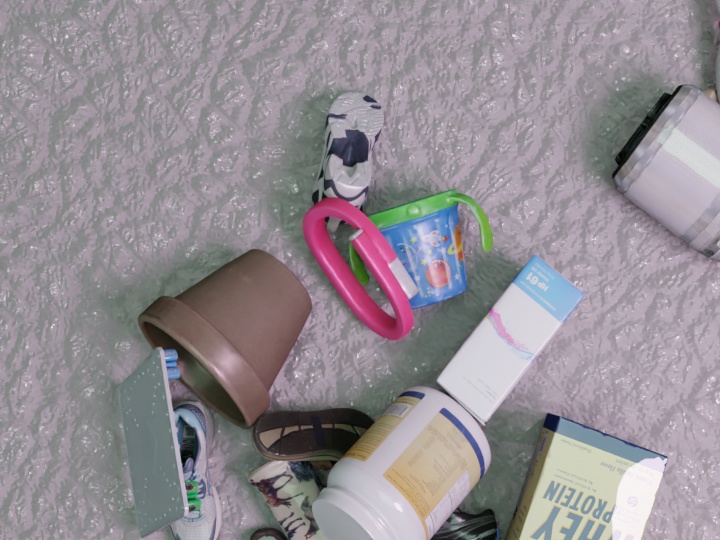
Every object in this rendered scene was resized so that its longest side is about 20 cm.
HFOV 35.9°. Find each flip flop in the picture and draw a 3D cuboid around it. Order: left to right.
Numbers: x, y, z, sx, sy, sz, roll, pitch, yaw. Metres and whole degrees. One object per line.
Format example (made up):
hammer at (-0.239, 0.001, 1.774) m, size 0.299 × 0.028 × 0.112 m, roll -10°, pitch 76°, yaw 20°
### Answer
flip flop at (-0.051, 0.223, 1.419) m, size 0.197 × 0.058 × 0.082 m, roll 6°, pitch 53°, yaw -28°

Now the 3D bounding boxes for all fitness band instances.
fitness band at (0.000, 0.000, 1.398) m, size 0.037 × 0.143 × 0.202 m, roll -39°, pitch 102°, yaw -26°

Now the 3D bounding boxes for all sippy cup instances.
sippy cup at (0.077, -0.024, 1.434) m, size 0.138 × 0.177 × 0.133 m, roll -18°, pitch 94°, yaw -26°

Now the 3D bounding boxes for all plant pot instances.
plant pot at (-0.158, 0.070, 1.420) m, size 0.199 × 0.201 × 0.175 m, roll 39°, pitch 70°, yaw 8°

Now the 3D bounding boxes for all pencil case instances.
pencil case at (-0.066, 0.324, 1.424) m, size 0.089 × 0.078 × 0.201 m, roll -38°, pitch 81°, yaw 22°

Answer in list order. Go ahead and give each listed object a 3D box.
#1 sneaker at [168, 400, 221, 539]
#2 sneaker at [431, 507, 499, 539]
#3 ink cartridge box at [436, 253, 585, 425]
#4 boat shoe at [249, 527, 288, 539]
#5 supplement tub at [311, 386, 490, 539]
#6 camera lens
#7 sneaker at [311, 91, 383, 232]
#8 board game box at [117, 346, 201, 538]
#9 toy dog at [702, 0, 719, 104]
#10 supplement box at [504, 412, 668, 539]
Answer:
sneaker at (-0.229, 0.272, 1.439) m, size 0.076 × 0.086 × 0.204 m, roll -7°, pitch 83°, yaw 4°
sneaker at (0.081, 0.324, 1.427) m, size 0.196 × 0.071 × 0.084 m, roll 7°, pitch 62°, yaw 8°
ink cartridge box at (0.184, 0.090, 1.399) m, size 0.084 × 0.145 × 0.201 m, roll 37°, pitch 87°, yaw 8°
boat shoe at (-0.098, 0.430, 1.417) m, size 0.073 × 0.073 × 0.203 m, roll -18°, pitch 83°, yaw 2°
supplement tub at (0.049, 0.255, 1.344) m, size 0.144 × 0.145 × 0.200 m, roll 43°, pitch 61°, yaw 7°
camera lens at (0.430, -0.121, 1.396) m, size 0.199 × 0.160 × 0.161 m, roll 38°, pitch 87°, yaw 8°
sneaker at (-0.023, -0.135, 1.478) m, size 0.078 × 0.130 × 0.201 m, roll 11°, pitch 48°, yaw -13°
board game box at (-0.254, 0.219, 1.390) m, size 0.025 × 0.200 × 0.203 m, roll -4°, pitch 72°, yaw -29°
toy dog at (0.502, -0.283, 1.440) m, size 0.131 × 0.095 × 0.203 m, roll 32°, pitch 121°, yaw 44°
supplement box at (0.262, 0.293, 1.342) m, size 0.132 × 0.200 × 0.203 m, roll 19°, pitch 86°, yaw 7°
